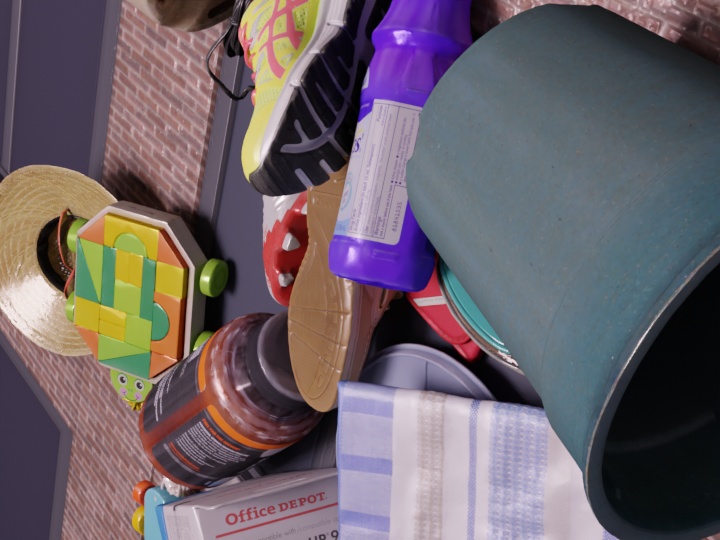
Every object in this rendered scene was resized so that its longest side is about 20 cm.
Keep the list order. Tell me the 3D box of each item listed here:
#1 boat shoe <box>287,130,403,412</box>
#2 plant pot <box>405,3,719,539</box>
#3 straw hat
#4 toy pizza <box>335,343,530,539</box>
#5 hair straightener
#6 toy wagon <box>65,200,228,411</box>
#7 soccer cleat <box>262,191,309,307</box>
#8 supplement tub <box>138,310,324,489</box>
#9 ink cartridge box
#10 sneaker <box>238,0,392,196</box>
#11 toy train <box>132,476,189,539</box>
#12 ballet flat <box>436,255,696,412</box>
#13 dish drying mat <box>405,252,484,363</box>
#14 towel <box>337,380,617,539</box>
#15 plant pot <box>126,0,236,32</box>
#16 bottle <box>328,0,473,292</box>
[{"bbox_3d":[0.000,0.000,0.777,0.074,0.069,0.201,27,114,48],"label":"boat shoe"},{"bbox_3d":[0.130,-0.017,0.519,0.196,0.199,0.201,52,136,44],"label":"plant pot"},{"bbox_3d":[-0.265,-0.017,1.105,0.200,0.085,0.202,8,109,25],"label":"straw hat"},{"bbox_3d":[0.054,0.147,0.774,0.200,0.032,0.201,17,112,48],"label":"toy pizza"},{"bbox_3d":[-0.070,-0.202,0.821,0.200,0.077,0.041,117,159,-44],"label":"hair straightener"},{"bbox_3d":[-0.198,0.042,1.016,0.155,0.040,0.201,16,111,22],"label":"toy wagon"},{"bbox_3d":[-0.042,-0.074,0.823,0.085,0.068,0.201,32,120,55],"label":"soccer cleat"},{"bbox_3d":[-0.093,0.100,0.892,0.200,0.107,0.107,-37,69,50],"label":"supplement tub"},{"bbox_3d":[-0.076,0.194,0.845,0.200,0.116,0.068,150,107,-68],"label":"ink cartridge box"},{"bbox_3d":[-0.043,-0.133,0.723,0.090,0.078,0.201,4,59,26],"label":"sneaker"},{"bbox_3d":[-0.142,0.273,1.046,0.150,0.055,0.201,-35,72,45],"label":"toy train"},{"bbox_3d":[0.118,0.045,0.642,0.200,0.067,0.064,39,172,40],"label":"ballet flat"},{"bbox_3d":[0.083,-0.038,0.701,0.077,0.018,0.201,50,134,35],"label":"dish drying mat"},{"bbox_3d":[0.073,0.149,0.690,0.199,0.024,0.148,7,105,26],"label":"towel"},{"bbox_3d":[-0.158,-0.283,0.839,0.183,0.200,0.201,44,132,22],"label":"plant pot"},{"bbox_3d":[0.029,-0.089,0.688,0.084,0.065,0.201,-179,101,-88],"label":"bottle"}]
